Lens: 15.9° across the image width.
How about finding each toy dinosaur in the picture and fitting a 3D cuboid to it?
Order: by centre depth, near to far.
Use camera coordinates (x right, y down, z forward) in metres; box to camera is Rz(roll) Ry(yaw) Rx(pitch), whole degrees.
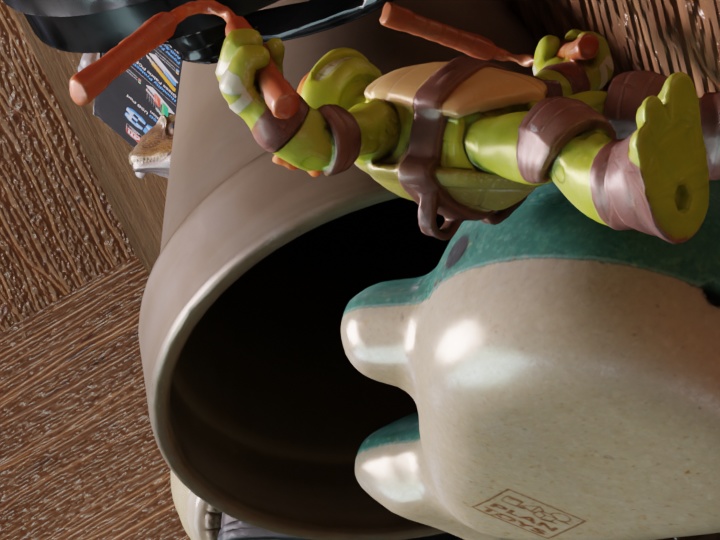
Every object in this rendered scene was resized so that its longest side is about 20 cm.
[{"bbox_3d":[0.000,0.000,1.034,0.200,0.106,0.060,26,161,-19],"label":"toy dinosaur"}]

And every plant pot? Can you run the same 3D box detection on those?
[{"bbox_3d":[0.009,-0.028,0.934,0.200,0.199,0.174,68,-175,-50],"label":"plant pot"}]

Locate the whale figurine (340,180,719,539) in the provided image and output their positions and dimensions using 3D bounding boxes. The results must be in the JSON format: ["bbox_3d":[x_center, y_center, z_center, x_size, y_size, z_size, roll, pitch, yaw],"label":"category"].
[{"bbox_3d":[0.070,0.030,0.827,0.159,0.104,0.200,22,153,-12],"label":"whale figurine"}]

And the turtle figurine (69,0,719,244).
[{"bbox_3d":[0.030,-0.040,0.719,0.161,0.200,0.065,9,99,40],"label":"turtle figurine"}]

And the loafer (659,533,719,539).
[{"bbox_3d":[0.146,0.124,0.931,0.200,0.076,0.068,60,169,-15],"label":"loafer"}]

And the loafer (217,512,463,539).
[{"bbox_3d":[0.042,0.081,1.010,0.073,0.199,0.073,93,171,-67],"label":"loafer"}]

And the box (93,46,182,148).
[{"bbox_3d":[-0.035,-0.070,1.172,0.200,0.050,0.199,41,158,13],"label":"box"}]

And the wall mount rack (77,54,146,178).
[{"bbox_3d":[-0.196,-0.176,2.042,0.174,0.074,0.200,51,169,48],"label":"wall mount rack"}]

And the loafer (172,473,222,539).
[{"bbox_3d":[-0.003,0.053,1.116,0.068,0.200,0.076,25,138,50],"label":"loafer"}]

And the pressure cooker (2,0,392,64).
[{"bbox_3d":[-0.059,-0.160,0.804,0.200,0.178,0.176,64,169,-25],"label":"pressure cooker"}]
